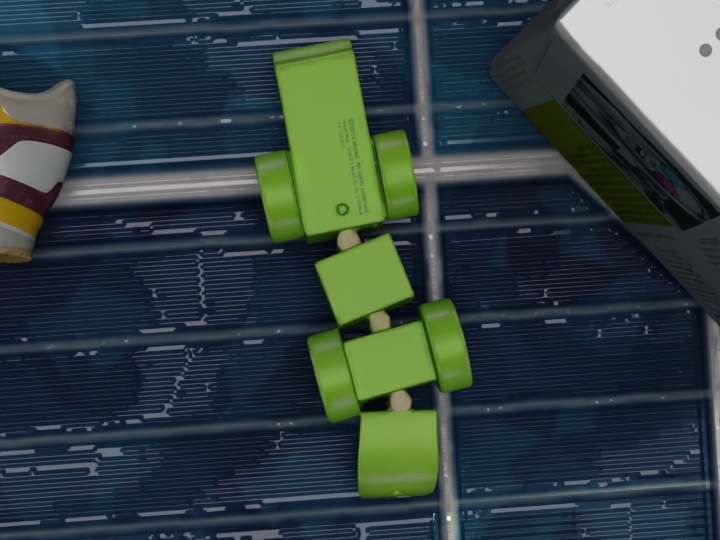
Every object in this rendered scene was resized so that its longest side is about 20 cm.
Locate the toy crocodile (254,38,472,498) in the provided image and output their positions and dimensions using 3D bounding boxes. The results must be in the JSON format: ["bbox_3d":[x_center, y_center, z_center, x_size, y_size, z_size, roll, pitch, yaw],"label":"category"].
[{"bbox_3d":[0.000,0.000,0.772,0.067,0.062,0.202,-15,87,-3],"label":"toy crocodile"}]

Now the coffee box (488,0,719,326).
[{"bbox_3d":[0.195,-0.084,0.707,0.200,0.200,0.198,-44,93,-2],"label":"coffee box"}]

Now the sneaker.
[{"bbox_3d":[-0.218,-0.074,0.754,0.199,0.075,0.091,21,81,-9],"label":"sneaker"}]
